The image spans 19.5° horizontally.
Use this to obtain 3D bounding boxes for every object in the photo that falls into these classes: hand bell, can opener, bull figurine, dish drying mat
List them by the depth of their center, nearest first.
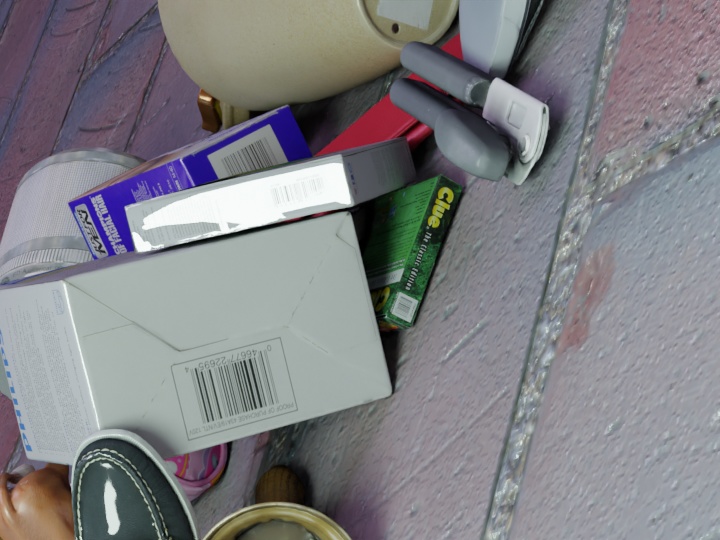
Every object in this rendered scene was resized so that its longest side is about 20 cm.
[{"bbox_3d":[-0.052,0.160,1.294,0.104,0.104,0.200,-59,9,10],"label":"hand bell"},{"bbox_3d":[0.063,-0.105,1.326,0.200,0.066,0.053,45,119,63],"label":"can opener"},{"bbox_3d":[-0.187,0.211,1.445,0.065,0.200,0.121,-20,21,16],"label":"bull figurine"},{"bbox_3d":[0.014,-0.096,1.477,0.200,0.018,0.077,-39,29,32],"label":"dish drying mat"}]

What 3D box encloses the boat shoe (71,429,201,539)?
[{"bbox_3d":[-0.128,0.193,1.224,0.076,0.200,0.060,-14,13,15],"label":"boat shoe"}]

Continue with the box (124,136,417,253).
[{"bbox_3d":[-0.053,-0.051,1.355,0.200,0.144,0.036,-24,-78,-76],"label":"box"}]

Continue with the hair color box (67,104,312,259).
[{"bbox_3d":[-0.133,-0.064,1.629,0.109,0.065,0.200,-30,7,-33],"label":"hair color box"}]

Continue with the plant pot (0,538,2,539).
[{"bbox_3d":[-0.264,0.273,1.513,0.142,0.200,0.200,-10,38,8],"label":"plant pot"}]

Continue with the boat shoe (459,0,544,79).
[{"bbox_3d":[0.113,-0.211,1.342,0.074,0.068,0.200,-126,40,-56],"label":"boat shoe"}]

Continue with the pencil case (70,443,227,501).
[{"bbox_3d":[-0.180,0.171,1.562,0.200,0.087,0.088,-44,28,41],"label":"pencil case"}]

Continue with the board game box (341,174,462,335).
[{"bbox_3d":[0.000,0.000,1.424,0.200,0.023,0.105,-16,48,65],"label":"board game box"}]

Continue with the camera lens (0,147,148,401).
[{"bbox_3d":[-0.232,0.007,1.781,0.160,0.160,0.200,-44,27,41],"label":"camera lens"}]

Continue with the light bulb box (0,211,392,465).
[{"bbox_3d":[-0.116,0.045,1.360,0.200,0.198,0.125,-7,96,67],"label":"light bulb box"}]

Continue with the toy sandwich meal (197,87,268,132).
[{"bbox_3d":[-0.098,-0.185,1.725,0.205,0.070,0.205,13,-90,-80],"label":"toy sandwich meal"}]

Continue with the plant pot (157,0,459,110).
[{"bbox_3d":[-0.020,-0.209,1.550,0.200,0.187,0.187,9,73,54],"label":"plant pot"}]
